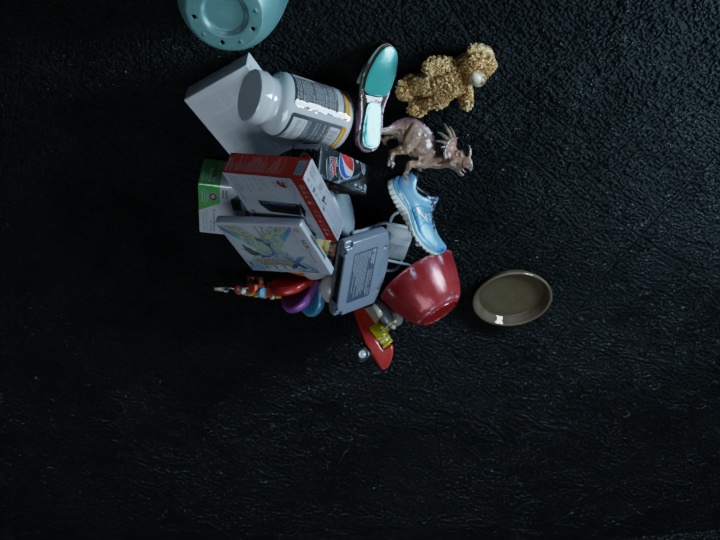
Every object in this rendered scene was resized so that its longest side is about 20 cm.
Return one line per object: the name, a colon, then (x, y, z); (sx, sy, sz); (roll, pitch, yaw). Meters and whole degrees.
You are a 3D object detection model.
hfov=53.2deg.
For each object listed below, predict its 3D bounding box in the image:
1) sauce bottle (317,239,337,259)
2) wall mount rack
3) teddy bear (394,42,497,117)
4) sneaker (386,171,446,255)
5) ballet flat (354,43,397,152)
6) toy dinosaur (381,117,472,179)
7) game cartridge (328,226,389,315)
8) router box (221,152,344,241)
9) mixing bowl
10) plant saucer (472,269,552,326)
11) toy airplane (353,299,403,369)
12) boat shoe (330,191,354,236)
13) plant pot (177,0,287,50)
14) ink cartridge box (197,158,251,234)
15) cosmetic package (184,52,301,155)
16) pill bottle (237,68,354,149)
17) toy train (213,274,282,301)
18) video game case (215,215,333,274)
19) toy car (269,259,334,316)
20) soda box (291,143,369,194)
sauce bottle: (-0.147, -0.070, 1.527); (0.197, 0.067, 0.066); (9, 136, -9)
wall mount rack: (0.054, -0.050, 1.656); (0.171, 0.075, 0.201); (11, 134, -7)
teddy bear: (0.162, -0.349, 1.349); (0.197, 0.067, 0.146); (-9, 138, 11)
sneaker: (0.137, -0.123, 1.548); (0.089, 0.079, 0.201); (-29, 107, 11)
ballet flat: (0.018, -0.326, 1.358); (0.068, 0.071, 0.203); (3, 104, -30)
toy dinosaur: (0.122, -0.257, 1.436); (0.199, 0.086, 0.135); (35, 127, -24)
game cartridge: (0.000, 0.000, 1.581); (0.132, 0.041, 0.202); (-22, 137, -37)
router box: (-0.144, -0.140, 1.385); (0.177, 0.049, 0.201); (8, 152, 24)
mixing bowl: (0.157, 0.056, 1.668); (0.199, 0.109, 0.201); (-29, 161, -11)
plant saucer: (0.379, 0.067, 1.803); (0.197, 0.030, 0.202); (1, 135, 1)
toy airplane: (0.035, 0.117, 1.770); (0.139, 0.201, 0.201); (-15, 125, -6)
boat shoe: (-0.070, -0.159, 1.562); (0.066, 0.074, 0.202); (-2, 129, 25)
plant pot: (-0.211, -0.459, 1.175); (0.198, 0.162, 0.202); (0, 136, 0)
ink cartridge box: (-0.245, -0.151, 1.551); (0.197, 0.085, 0.147); (5, 137, -6)
cosmetic package: (-0.224, -0.305, 1.414); (0.149, 0.052, 0.200); (-20, 132, 22)
pill bottle: (-0.119, -0.300, 1.332); (0.198, 0.117, 0.116); (8, 140, -36)
toy train: (-0.255, 0.034, 1.705); (0.149, 0.056, 0.199); (13, 175, -42)
video game case: (-0.175, -0.050, 1.482); (0.197, 0.022, 0.183); (4, 150, 23)
toy car: (-0.134, 0.024, 1.647); (0.174, 0.151, 0.201); (11, 148, 46)
soda box: (-0.058, -0.199, 1.431); (0.070, 0.064, 0.199); (5, 178, 28)
